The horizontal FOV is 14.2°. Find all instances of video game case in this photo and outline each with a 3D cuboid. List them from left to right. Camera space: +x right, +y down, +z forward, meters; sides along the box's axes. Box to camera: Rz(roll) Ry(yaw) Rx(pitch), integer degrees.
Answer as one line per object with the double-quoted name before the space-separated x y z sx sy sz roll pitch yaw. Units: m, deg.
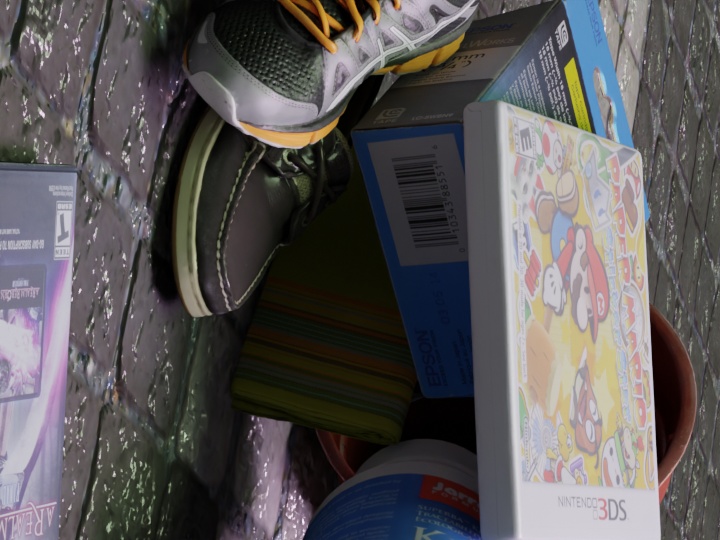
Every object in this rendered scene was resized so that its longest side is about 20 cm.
"video game case" -0.147 0.058 1.097 0.143 0.019 0.200 -4 96 -73
"video game case" 0.098 0.030 1.369 0.182 0.023 0.200 12 74 -63

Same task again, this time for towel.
"towel" 0.000 0.000 1.447 0.018 0.086 0.200 103 4 -51

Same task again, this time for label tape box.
"label tape box" 0.073 -0.045 1.433 0.200 0.063 0.144 -51 130 -57

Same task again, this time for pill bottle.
"pill bottle" 0.022 0.155 1.320 0.200 0.112 0.112 -77 164 -66

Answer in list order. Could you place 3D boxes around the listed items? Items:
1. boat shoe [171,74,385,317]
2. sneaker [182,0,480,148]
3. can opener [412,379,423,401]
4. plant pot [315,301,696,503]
"boat shoe" -0.035 -0.057 1.351 0.073 0.065 0.200 77 24 -44
"sneaker" -0.007 -0.121 1.324 0.200 0.078 0.077 -35 167 -47
"can opener" 0.043 0.005 1.502 0.200 0.079 0.063 -41 127 -32
"plant pot" 0.079 0.128 1.572 0.195 0.201 0.201 86 17 -47
